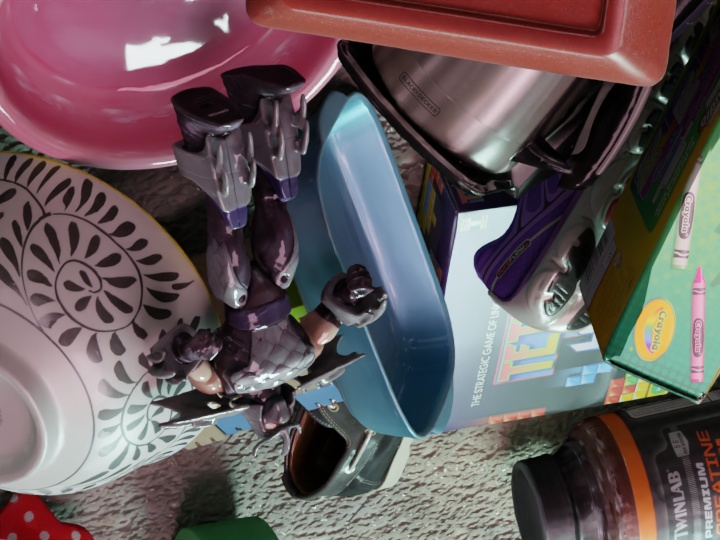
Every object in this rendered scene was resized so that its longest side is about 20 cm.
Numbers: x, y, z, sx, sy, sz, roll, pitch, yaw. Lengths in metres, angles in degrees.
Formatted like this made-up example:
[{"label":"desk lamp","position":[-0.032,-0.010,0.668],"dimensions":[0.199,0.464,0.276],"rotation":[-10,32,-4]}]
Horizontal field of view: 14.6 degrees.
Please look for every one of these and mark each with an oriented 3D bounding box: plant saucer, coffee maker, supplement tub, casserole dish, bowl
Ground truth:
[{"label":"plant saucer","position":[-0.097,-0.134,1.374],"dimensions":[0.200,0.051,0.201],"rotation":[-12,142,-10]},{"label":"coffee maker","position":[0.105,-0.152,1.388],"dimensions":[0.135,0.192,0.200],"rotation":[39,112,-11]},{"label":"plant saucer","position":[0.050,-0.186,1.260],"dimensions":[0.200,0.037,0.200],"rotation":[9,112,7]},{"label":"supplement tub","position":[0.200,0.134,1.785],"dimensions":[0.200,0.107,0.107],"rotation":[-13,141,-11]},{"label":"casserole dish","position":[0.000,0.000,1.500],"dimensions":[0.039,0.121,0.200],"rotation":[-11,116,20]},{"label":"bowl","position":[-0.177,0.048,1.433],"dimensions":[0.201,0.094,0.201],"rotation":[13,129,16]}]

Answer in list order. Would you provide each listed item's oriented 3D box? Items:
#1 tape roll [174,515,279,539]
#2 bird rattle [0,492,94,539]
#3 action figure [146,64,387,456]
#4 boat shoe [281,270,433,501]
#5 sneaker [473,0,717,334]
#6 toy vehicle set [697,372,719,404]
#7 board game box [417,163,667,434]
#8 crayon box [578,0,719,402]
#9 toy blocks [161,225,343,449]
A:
[{"label":"tape roll","position":[-0.071,0.252,1.726],"dimensions":[0.048,0.200,0.200],"rotation":[-9,140,-16]},{"label":"bird rattle","position":[-0.239,0.221,1.727],"dimensions":[0.200,0.113,0.163],"rotation":[-41,151,4]},{"label":"action figure","position":[-0.052,0.004,1.385],"dimensions":[0.130,0.069,0.200],"rotation":[-25,120,-36]},{"label":"boat shoe","position":[-0.001,0.067,1.640],"dimensions":[0.068,0.072,0.200],"rotation":[-9,143,-21]},{"label":"sneaker","position":[0.127,-0.065,1.498],"dimensions":[0.200,0.083,0.081],"rotation":[-54,144,-4]},{"label":"toy vehicle set","position":[0.212,-0.032,1.563],"dimensions":[0.200,0.027,0.124],"rotation":[-56,148,-5]},{"label":"board game box","position":[0.113,0.004,1.631],"dimensions":[0.165,0.057,0.200],"rotation":[-10,141,-16]},{"label":"crayon box","position":[0.179,-0.049,1.390],"dimensions":[0.058,0.119,0.200],"rotation":[23,106,-8]},{"label":"toy blocks","position":[-0.099,0.052,1.572],"dimensions":[0.200,0.100,0.137],"rotation":[-17,152,13]}]
